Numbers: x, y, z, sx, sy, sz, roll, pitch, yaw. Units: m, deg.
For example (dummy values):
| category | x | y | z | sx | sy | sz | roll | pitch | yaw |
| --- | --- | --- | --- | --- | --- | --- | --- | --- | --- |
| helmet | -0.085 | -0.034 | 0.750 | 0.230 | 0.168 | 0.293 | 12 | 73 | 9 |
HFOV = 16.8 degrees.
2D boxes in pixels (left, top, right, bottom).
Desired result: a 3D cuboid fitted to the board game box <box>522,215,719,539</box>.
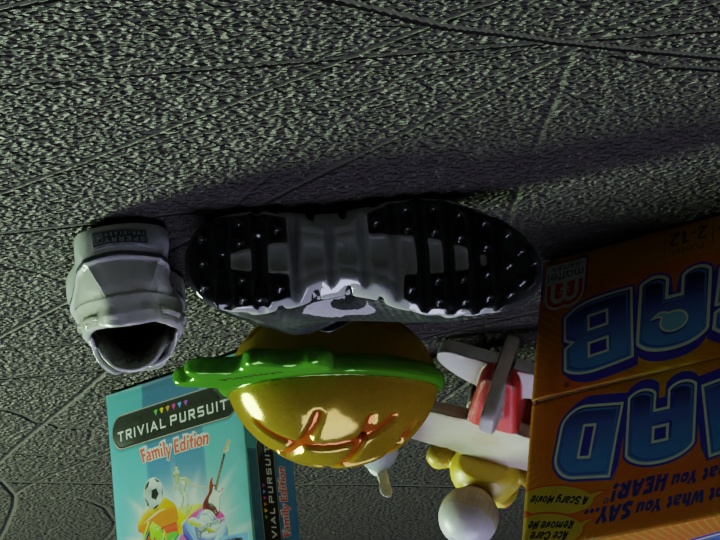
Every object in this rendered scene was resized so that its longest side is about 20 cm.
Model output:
| category | x | y | z | sx | sy | sz | roll | pitch | yaw |
| --- | --- | --- | --- | --- | --- | --- | --- | --- | --- |
| board game box | 0.239 | 0.102 | 1.482 | 0.199 | 0.201 | 0.200 | -16 | 143 | 34 |

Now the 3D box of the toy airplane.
| category | x | y | z | sx | sy | sz | roll | pitch | yaw |
| --- | --- | --- | --- | --- | --- | --- | --- | --- | --- |
| toy airplane | 0.095 | 0.132 | 1.776 | 0.199 | 0.142 | 0.200 | 29 | 161 | -35 |

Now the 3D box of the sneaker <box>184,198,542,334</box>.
| category | x | y | z | sx | sy | sz | roll | pitch | yaw |
| --- | --- | --- | --- | --- | --- | --- | --- | --- | --- |
| sneaker | 0.000 | 0.000 | 1.364 | 0.199 | 0.067 | 0.091 | -1 | 169 | -7 |

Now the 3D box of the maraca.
| category | x | y | z | sx | sy | sz | roll | pitch | yaw |
| --- | --- | --- | --- | --- | --- | --- | --- | --- | --- |
| maraca | -0.030 | 0.069 | 1.533 | 0.137 | 0.108 | 0.200 | -14 | 164 | 31 |

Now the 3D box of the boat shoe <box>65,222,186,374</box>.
| category | x | y | z | sx | sy | sz | roll | pitch | yaw |
| --- | --- | --- | --- | --- | --- | --- | --- | --- | --- |
| boat shoe | -0.131 | 0.028 | 1.404 | 0.072 | 0.066 | 0.200 | -4 | 166 | -9 |

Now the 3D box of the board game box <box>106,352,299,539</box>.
| category | x | y | z | sx | sy | sz | roll | pitch | yaw |
| --- | --- | --- | --- | --- | --- | --- | --- | --- | --- |
| board game box | -0.111 | 0.172 | 1.725 | 0.047 | 0.201 | 0.151 | 7 | 161 | -44 |
